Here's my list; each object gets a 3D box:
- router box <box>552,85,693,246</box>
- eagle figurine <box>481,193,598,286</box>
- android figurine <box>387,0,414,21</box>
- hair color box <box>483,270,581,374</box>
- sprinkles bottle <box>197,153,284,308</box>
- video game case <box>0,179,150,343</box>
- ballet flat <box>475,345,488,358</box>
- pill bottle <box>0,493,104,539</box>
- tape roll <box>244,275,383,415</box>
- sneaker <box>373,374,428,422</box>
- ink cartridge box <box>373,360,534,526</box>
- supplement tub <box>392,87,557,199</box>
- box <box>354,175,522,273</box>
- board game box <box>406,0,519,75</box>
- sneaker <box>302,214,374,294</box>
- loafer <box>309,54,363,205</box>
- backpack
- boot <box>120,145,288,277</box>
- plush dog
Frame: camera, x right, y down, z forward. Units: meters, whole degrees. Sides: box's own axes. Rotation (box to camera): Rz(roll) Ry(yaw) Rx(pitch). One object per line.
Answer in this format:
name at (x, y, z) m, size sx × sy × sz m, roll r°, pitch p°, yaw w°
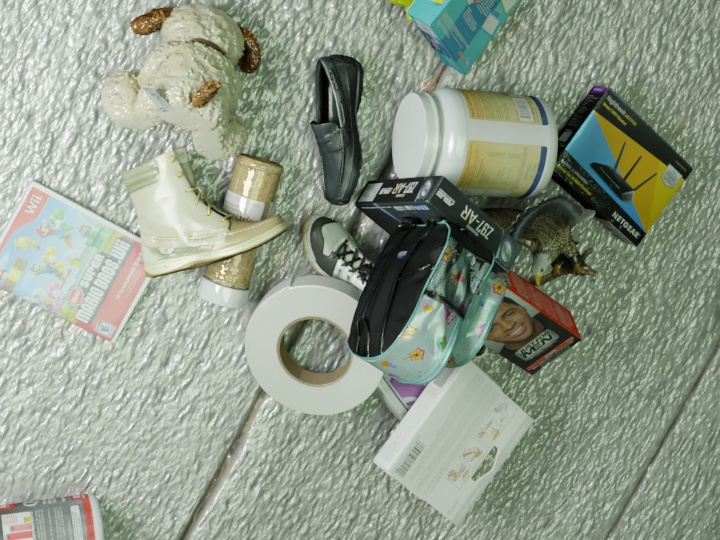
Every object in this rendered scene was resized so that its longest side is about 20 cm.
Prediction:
router box at (0.378, -0.154, 1.878) m, size 0.199 × 0.051 × 0.150 m, roll 37°, pitch 88°, yaw -24°
eagle figurine at (0.250, -0.050, 1.798) m, size 0.152 × 0.151 × 0.200 m, roll -43°, pitch 121°, yaw 17°
android figurine at (0.073, -0.439, 1.698) m, size 0.181 × 0.041 × 0.202 m, roll -19°, pitch 109°, yaw -15°
hair color box at (0.220, 0.068, 1.830) m, size 0.101 × 0.062 × 0.199 m, roll -39°, pitch 131°, yaw 24°
sprinkles bottle at (-0.161, -0.053, 1.697) m, size 0.068 × 0.068 × 0.202 m, roll 14°, pitch 98°, yaw -23°
video game case at (-0.375, -0.009, 1.657) m, size 0.199 × 0.017 × 0.144 m, roll 29°, pitch 93°, yaw -24°
ballet flat at (0.114, 0.065, 1.831) m, size 0.199 × 0.069 × 0.070 m, roll 36°, pitch 90°, yaw -24°
pill bottle at (-0.444, 0.365, 1.675) m, size 0.198 × 0.116 × 0.117 m, roll -4°, pitch 105°, yaw -19°
tape roll at (-0.060, 0.104, 1.743) m, size 0.201 × 0.037 × 0.205 m, roll 3°, pitch 115°, yaw 7°
sneaker at (0.084, 0.166, 1.848) m, size 0.114 × 0.073 × 0.201 m, roll -48°, pitch 125°, yaw -7°
ink cartridge box at (0.138, 0.245, 1.840) m, size 0.176 × 0.045 × 0.201 m, roll 42°, pitch 82°, yaw -35°
supplement tub at (0.156, -0.175, 1.741) m, size 0.198 × 0.144 × 0.146 m, roll 3°, pitch 103°, yaw -21°
box at (0.103, -0.062, 1.719) m, size 0.160 × 0.199 × 0.044 m, roll 39°, pitch 74°, yaw -25°
board game box at (0.160, -0.384, 1.699) m, size 0.201 × 0.047 × 0.151 m, roll -54°, pitch 152°, yaw -1°
sneaker at (0.000, 0.000, 1.750) m, size 0.076 × 0.087 × 0.200 m, roll -51°, pitch 119°, yaw -27°
loafer at (-0.038, -0.188, 1.703) m, size 0.070 × 0.068 × 0.203 m, roll -3°, pitch 99°, yaw -38°
backpack at (0.080, 0.050, 1.634) m, size 0.153 × 0.175 × 0.201 m, roll 38°, pitch 76°, yaw -23°
boot at (-0.203, -0.087, 1.632) m, size 0.198 × 0.072 × 0.156 m, roll -15°, pitch 91°, yaw 12°
plush dog at (-0.208, -0.259, 1.590) m, size 0.198 × 0.160 × 0.173 m, roll 17°, pitch 62°, yaw -22°
